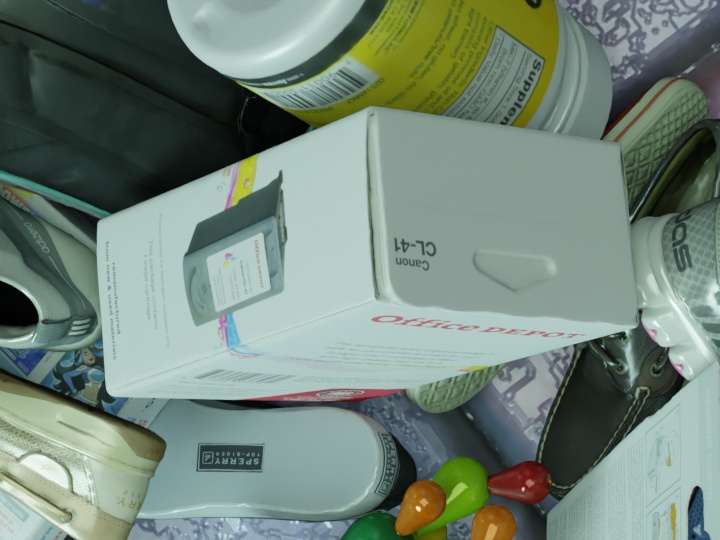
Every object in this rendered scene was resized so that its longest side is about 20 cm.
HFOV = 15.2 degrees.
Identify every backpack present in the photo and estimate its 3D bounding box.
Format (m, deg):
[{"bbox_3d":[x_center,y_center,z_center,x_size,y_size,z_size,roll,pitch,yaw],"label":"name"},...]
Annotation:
[{"bbox_3d":[-0.116,-0.114,1.236,0.199,0.153,0.176,24,94,-22],"label":"backpack"}]

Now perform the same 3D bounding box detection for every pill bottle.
[{"bbox_3d":[0.019,-0.105,1.175,0.114,0.200,0.115,-16,63,33],"label":"pill bottle"}]

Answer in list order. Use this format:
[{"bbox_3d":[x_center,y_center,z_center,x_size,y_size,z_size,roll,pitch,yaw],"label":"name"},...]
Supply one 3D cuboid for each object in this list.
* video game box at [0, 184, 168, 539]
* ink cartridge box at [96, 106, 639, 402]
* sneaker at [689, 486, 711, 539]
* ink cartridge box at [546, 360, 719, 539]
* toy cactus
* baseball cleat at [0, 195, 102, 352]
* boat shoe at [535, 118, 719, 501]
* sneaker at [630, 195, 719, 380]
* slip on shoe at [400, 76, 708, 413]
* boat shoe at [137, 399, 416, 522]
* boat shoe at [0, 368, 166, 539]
[{"bbox_3d":[-0.197,0.039,1.291,0.200,0.047,0.182,40,99,20],"label":"video game box"},{"bbox_3d":[0.000,0.000,1.152,0.200,0.147,0.086,-20,70,49],"label":"ink cartridge box"},{"bbox_3d":[0.186,0.139,1.259,0.089,0.079,0.201,-9,83,15],"label":"sneaker"},{"bbox_3d":[0.131,0.147,1.142,0.050,0.200,0.163,10,64,-16],"label":"ink cartridge box"},{"bbox_3d":[-0.004,0.165,1.190,0.164,0.102,0.201,10,70,22],"label":"toy cactus"},{"bbox_3d":[-0.206,-0.021,1.222,0.199,0.106,0.070,22,102,23],"label":"baseball cleat"},{"bbox_3d":[0.128,0.017,1.245,0.073,0.065,0.201,35,101,48],"label":"boat shoe"},{"bbox_3d":[0.198,0.044,1.135,0.087,0.074,0.200,-35,96,39],"label":"sneaker"},{"bbox_3d":[0.083,-0.021,1.266,0.200,0.074,0.061,-44,57,2],"label":"slip on shoe"},{"bbox_3d":[-0.068,0.091,1.287,0.199,0.057,0.069,6,80,26],"label":"boat shoe"},{"bbox_3d":[-0.188,0.069,1.222,0.199,0.071,0.065,21,89,19],"label":"boat shoe"}]
